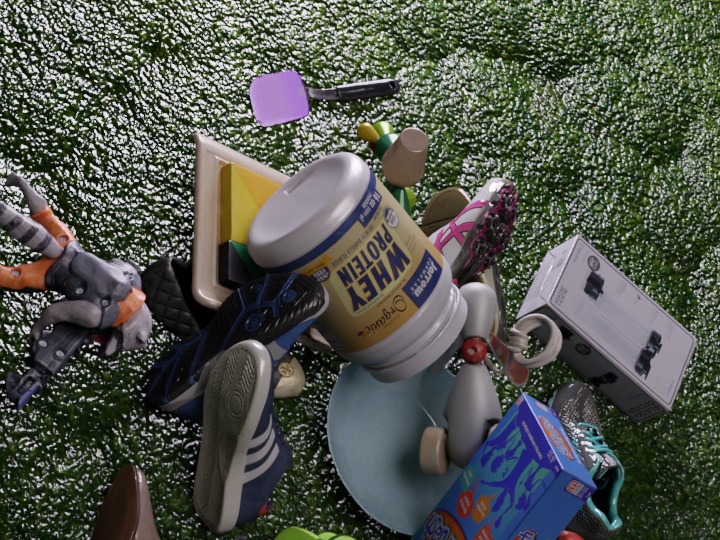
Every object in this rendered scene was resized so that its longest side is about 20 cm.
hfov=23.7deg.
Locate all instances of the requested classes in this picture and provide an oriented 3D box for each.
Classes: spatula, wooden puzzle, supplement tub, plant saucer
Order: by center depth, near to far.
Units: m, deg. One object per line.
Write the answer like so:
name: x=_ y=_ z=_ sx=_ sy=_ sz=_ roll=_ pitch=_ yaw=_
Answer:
supplement tub: x=0.000 y=0.000 z=1.684 sx=0.200 sy=0.144 sz=0.145 roll=49 pitch=50 yaw=-24
wooden puzzle: x=-0.094 y=-0.029 z=1.726 sx=0.185 sy=0.037 sz=0.201 roll=24 pitch=51 yaw=-42
plant saucer: x=0.042 y=0.179 z=1.764 sx=0.200 sy=0.039 sz=0.202 roll=14 pitch=63 yaw=-30
spatula: x=-0.035 y=-0.196 z=1.888 sx=0.200 sy=0.021 sz=0.057 roll=-11 pitch=82 yaw=-39

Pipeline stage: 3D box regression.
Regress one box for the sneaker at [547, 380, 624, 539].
sneaker: x=0.251 y=0.211 z=1.862 sx=0.077 sy=0.091 sz=0.201 roll=14 pitch=62 yaw=-30

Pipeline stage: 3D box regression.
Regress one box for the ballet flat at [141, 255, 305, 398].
ballet flat: x=-0.133 y=0.061 z=1.682 sx=0.200 sy=0.057 sz=0.067 roll=37 pitch=52 yaw=-16

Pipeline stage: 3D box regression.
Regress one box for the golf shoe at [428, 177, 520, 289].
golf shoe: x=0.093 y=-0.020 z=1.818 sx=0.200 sy=0.092 sz=0.073 roll=-57 pitch=146 yaw=-10

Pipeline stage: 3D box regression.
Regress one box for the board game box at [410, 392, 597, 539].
board game box: x=0.129 y=0.235 z=1.625 sx=0.045 sy=0.200 sz=0.152 roll=30 pitch=14 yaw=-20

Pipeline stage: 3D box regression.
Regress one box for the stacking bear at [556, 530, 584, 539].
stacking bear: x=0.158 y=0.309 z=1.682 sx=0.113 sy=0.200 sz=0.122 roll=-6 pitch=73 yaw=-36

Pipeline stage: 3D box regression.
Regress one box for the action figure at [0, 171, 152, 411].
action figure: x=-0.279 y=0.023 z=1.572 sx=0.193 sy=0.105 sz=0.200 roll=32 pitch=52 yaw=-8

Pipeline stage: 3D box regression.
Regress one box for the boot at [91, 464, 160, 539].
boot: x=-0.173 y=0.292 z=1.553 sx=0.146 sy=0.070 sz=0.201 roll=27 pitch=58 yaw=-30

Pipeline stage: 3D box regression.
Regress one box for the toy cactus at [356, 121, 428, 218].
toy cactus: x=0.028 y=-0.094 z=1.805 sx=0.102 sy=0.165 sz=0.201 roll=14 pitch=55 yaw=-7

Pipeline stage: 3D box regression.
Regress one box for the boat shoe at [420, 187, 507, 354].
boat shoe: x=0.117 y=0.004 z=1.881 sx=0.066 sy=0.072 sz=0.201 roll=44 pitch=29 yaw=-52

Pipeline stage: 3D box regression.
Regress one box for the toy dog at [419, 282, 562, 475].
toy dog: x=0.124 y=0.124 z=1.756 sx=0.132 sy=0.096 sz=0.201 roll=23 pitch=85 yaw=18

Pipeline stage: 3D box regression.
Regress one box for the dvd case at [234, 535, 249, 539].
dvd case: x=-0.097 y=0.362 z=1.551 sx=0.149 sy=0.016 sz=0.200 roll=-56 pitch=129 yaw=-37

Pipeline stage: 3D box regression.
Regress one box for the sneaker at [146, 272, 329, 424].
sneaker: x=-0.107 y=0.074 z=1.624 sx=0.077 sy=0.200 sz=0.076 roll=42 pitch=22 yaw=-40

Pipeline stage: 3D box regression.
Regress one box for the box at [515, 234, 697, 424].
box: x=0.285 y=0.069 z=1.968 sx=0.200 sy=0.060 sz=0.117 roll=39 pitch=53 yaw=-14

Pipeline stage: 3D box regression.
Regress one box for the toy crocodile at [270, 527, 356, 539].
toy crocodile: x=-0.001 y=0.305 z=1.661 sx=0.200 sy=0.067 sz=0.062 roll=36 pitch=75 yaw=-15

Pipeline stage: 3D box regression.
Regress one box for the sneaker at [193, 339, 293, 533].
sneaker: x=-0.098 y=0.149 z=1.600 sx=0.084 sy=0.201 sz=0.075 roll=-8 pitch=36 yaw=-37
